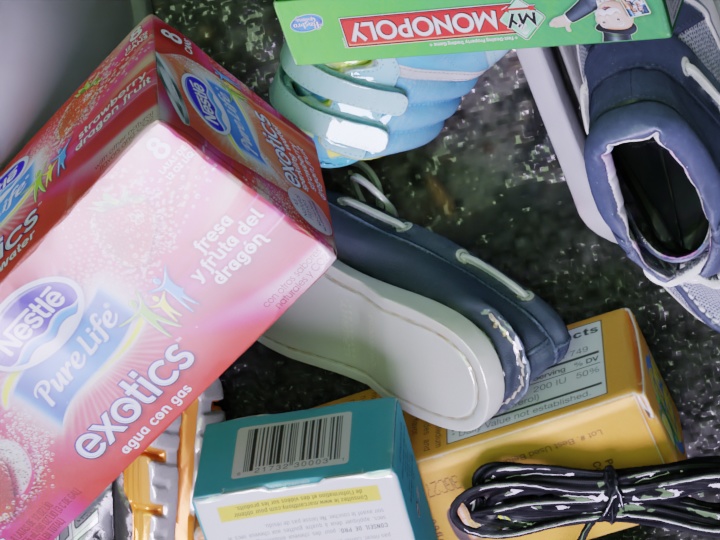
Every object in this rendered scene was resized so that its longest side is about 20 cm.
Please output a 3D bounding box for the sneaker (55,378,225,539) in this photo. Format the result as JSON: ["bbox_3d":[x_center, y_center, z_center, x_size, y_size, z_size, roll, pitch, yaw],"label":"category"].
[{"bbox_3d":[-0.110,0.130,1.058,0.077,0.078,0.201,8,91,28],"label":"sneaker"}]

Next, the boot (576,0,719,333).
[{"bbox_3d":[0.125,-0.017,0.921,0.073,0.200,0.091,-12,45,22],"label":"boot"}]

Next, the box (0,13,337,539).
[{"bbox_3d":[-0.111,0.011,0.957,0.095,0.100,0.200,37,110,-24],"label":"box"}]

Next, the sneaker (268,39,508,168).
[{"bbox_3d":[-0.017,-0.110,0.971,0.131,0.200,0.080,-55,38,17],"label":"sneaker"}]

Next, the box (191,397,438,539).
[{"bbox_3d":[-0.002,0.148,0.982,0.082,0.049,0.200,-9,124,10],"label":"box"}]

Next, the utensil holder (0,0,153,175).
[{"bbox_3d":[-0.198,-0.099,1.001,0.169,0.200,0.170,1,93,15],"label":"utensil holder"}]

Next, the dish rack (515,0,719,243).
[{"bbox_3d":[0.150,-0.092,0.936,0.171,0.200,0.044,-9,48,16],"label":"dish rack"}]

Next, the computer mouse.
[{"bbox_3d":[0.118,0.156,0.992,0.140,0.046,0.201,-6,114,10],"label":"computer mouse"}]

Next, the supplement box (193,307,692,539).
[{"bbox_3d":[0.034,0.085,1.008,0.200,0.069,0.067,-17,123,16],"label":"supplement box"}]

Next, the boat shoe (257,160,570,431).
[{"bbox_3d":[0.000,0.000,1.011,0.200,0.062,0.075,24,130,40],"label":"boat shoe"}]

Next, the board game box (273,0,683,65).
[{"bbox_3d":[0.063,-0.144,0.858,0.134,0.200,0.029,-3,128,24],"label":"board game box"}]
